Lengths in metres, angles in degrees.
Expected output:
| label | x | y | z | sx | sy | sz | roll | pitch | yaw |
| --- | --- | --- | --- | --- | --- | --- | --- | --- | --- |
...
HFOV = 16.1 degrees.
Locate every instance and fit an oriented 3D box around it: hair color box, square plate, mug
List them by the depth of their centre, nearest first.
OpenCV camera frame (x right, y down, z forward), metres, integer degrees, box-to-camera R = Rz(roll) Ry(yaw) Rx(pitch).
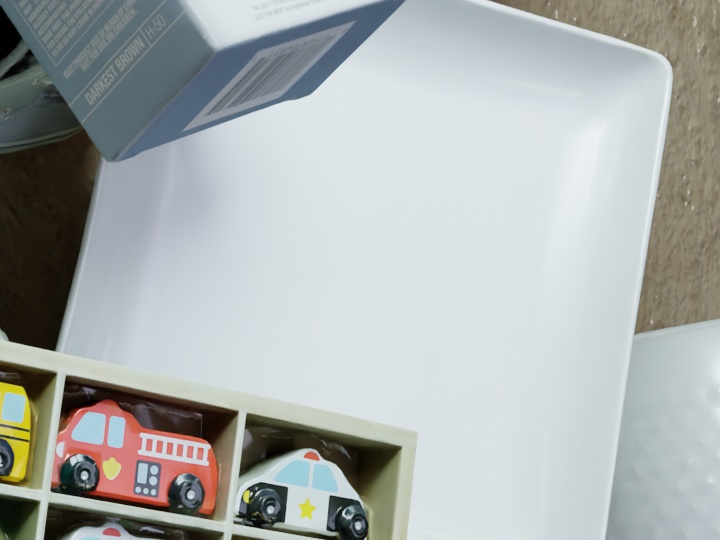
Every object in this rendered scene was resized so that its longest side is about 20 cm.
| label | x | y | z | sx | sy | sz | roll | pitch | yaw |
| --- | --- | --- | --- | --- | --- | --- | --- | --- | --- |
| hair color box | -0.083 | -0.138 | 0.757 | 0.099 | 0.061 | 0.200 | -23 | 76 | -51 |
| square plate | 0.000 | 0.000 | 0.828 | 0.197 | 0.028 | 0.201 | 15 | 76 | -20 |
| mug | 0.138 | 0.113 | 1.072 | 0.199 | 0.148 | 0.176 | -9 | 89 | -22 |

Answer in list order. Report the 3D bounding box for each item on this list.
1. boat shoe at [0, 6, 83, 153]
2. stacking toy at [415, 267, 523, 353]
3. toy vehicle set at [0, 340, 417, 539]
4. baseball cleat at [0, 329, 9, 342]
| label | x | y | z | sx | sy | sz | roll | pitch | yaw |
| --- | --- | --- | --- | --- | --- | --- | --- | --- | --- |
| boat shoe | -0.121 | -0.071 | 0.772 | 0.200 | 0.071 | 0.070 | -4 | 92 | -53 |
| stacking toy | 0.043 | 0.083 | 0.936 | 0.085 | 0.085 | 0.201 | -46 | 129 | -43 |
| toy vehicle set | -0.073 | 0.091 | 0.722 | 0.199 | 0.026 | 0.125 | 14 | 76 | -38 |
| baseball cleat | -0.164 | 0.015 | 0.732 | 0.106 | 0.070 | 0.200 | -37 | 142 | -7 |
